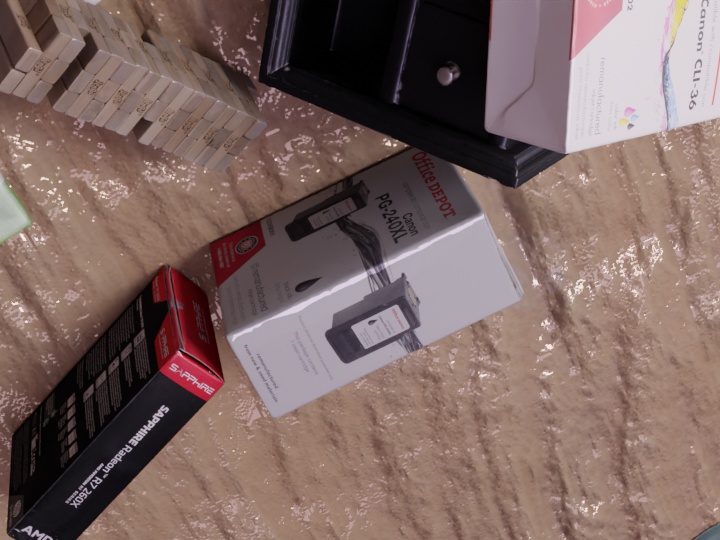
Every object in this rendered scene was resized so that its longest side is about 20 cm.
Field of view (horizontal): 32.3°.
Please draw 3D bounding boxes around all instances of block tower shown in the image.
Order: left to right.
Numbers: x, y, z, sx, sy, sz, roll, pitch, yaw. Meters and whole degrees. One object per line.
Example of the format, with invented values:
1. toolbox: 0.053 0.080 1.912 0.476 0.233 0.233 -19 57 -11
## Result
1. block tower: -0.146 -0.122 0.808 0.054 0.058 0.199 -44 147 23

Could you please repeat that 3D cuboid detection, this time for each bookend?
1. bookend: 0.053 -0.186 0.784 0.199 0.092 0.200 26 120 22

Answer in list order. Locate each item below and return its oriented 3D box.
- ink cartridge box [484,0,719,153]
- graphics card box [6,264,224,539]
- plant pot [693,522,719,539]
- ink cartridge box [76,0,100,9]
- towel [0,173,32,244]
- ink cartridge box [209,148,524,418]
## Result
1. ink cartridge box: 0.167 -0.146 0.737 0.199 0.067 0.117 -17 116 -38
2. graphics card box: -0.187 0.105 0.935 0.051 0.126 0.200 37 104 -29
3. plant pot: 0.410 0.356 1.222 0.199 0.134 0.202 -6 121 -11
4. ink cartridge box: -0.177 -0.238 0.775 0.199 0.068 0.115 -34 122 7
5. towel: -0.340 -0.072 0.852 0.148 0.031 0.201 -28 122 4
6. ink cartridge box: 0.000 0.000 0.909 0.199 0.145 0.084 -26 120 2
